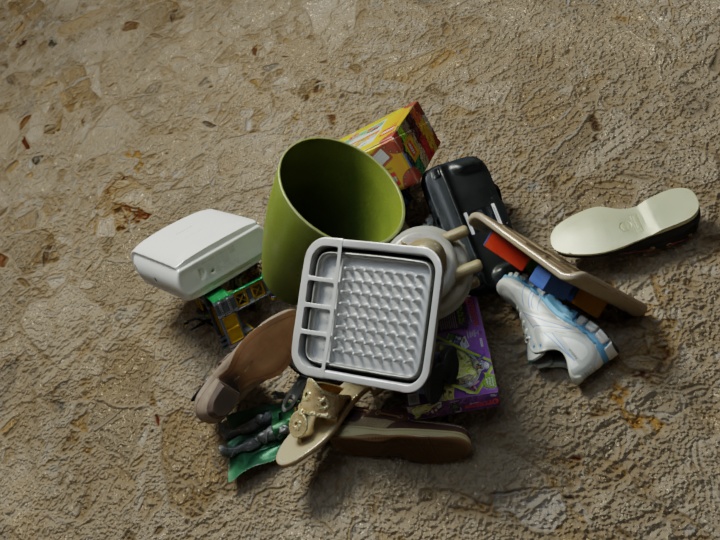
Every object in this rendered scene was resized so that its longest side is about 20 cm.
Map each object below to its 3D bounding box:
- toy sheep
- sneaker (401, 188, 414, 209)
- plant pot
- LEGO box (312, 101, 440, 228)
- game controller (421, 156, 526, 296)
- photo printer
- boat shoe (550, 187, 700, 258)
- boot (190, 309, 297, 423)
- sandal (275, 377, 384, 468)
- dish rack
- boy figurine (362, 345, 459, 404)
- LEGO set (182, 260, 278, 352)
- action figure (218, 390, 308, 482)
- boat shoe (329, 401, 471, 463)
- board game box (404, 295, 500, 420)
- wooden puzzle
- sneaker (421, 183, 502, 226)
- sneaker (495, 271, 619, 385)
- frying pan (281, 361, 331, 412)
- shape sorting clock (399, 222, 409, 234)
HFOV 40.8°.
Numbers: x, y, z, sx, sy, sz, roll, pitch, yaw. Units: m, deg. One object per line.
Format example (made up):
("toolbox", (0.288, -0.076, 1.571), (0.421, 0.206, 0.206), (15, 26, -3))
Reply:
("toy sheep", (0.089, 0.005, 1.279), (0.135, 0.200, 0.140), (-2, 72, 6))
("sneaker", (0.033, -0.096, 1.517), (0.077, 0.066, 0.202), (-3, 49, 37))
("plant pot", (-0.061, -0.046, 1.353), (0.201, 0.184, 0.189), (123, 155, -44))
("LEGO box", (0.006, -0.156, 1.450), (0.198, 0.078, 0.149), (-22, 20, 30))
("game controller", (0.161, -0.066, 1.373), (0.103, 0.042, 0.203), (-15, 74, -16))
("photo printer", (-0.257, -0.031, 1.503), (0.165, 0.070, 0.199), (-32, 26, -27))
("boat shoe", (0.358, -0.052, 1.308), (0.198, 0.063, 0.075), (-15, 57, 14))
("boot", (-0.162, 0.130, 1.360), (0.200, 0.070, 0.146), (-47, 10, -9))
("sandal", (-0.043, 0.161, 1.268), (0.211, 0.070, 0.077), (-37, 23, -17))
("dish rack", (0.013, 0.053, 1.185), (0.197, 0.043, 0.175), (6, 86, 33))
("boy figurine", (0.031, 0.101, 1.246), (0.198, 0.065, 0.124), (21, 47, 34))
("LEGO set", (-0.181, 0.055, 1.500), (0.153, 0.117, 0.199), (-31, 27, -28))
("action figure", (-0.101, 0.208, 1.344), (0.197, 0.055, 0.119), (-21, 44, 7))
("boat shoe", (0.054, 0.200, 1.252), (0.197, 0.072, 0.073), (-5, 51, 33))
("board game box", (0.112, 0.112, 1.282), (0.118, 0.033, 0.201), (-13, 34, 7))
("wooden puzzle", (0.248, 0.002, 1.251), (0.199, 0.184, 0.047), (36, 100, 45))
("sneaker", (0.150, -0.062, 1.423), (0.086, 0.074, 0.202), (8, 55, 34))
("sneaker", (0.234, 0.076, 1.260), (0.087, 0.075, 0.200), (-45, 45, -6))
("frying pan", (-0.057, 0.142, 1.351), (0.113, 0.031, 0.191), (7, 37, -10))
("shape sorting clock", (0.000, 0.000, 1.435), (0.197, 0.039, 0.204), (-11, 69, 30))
